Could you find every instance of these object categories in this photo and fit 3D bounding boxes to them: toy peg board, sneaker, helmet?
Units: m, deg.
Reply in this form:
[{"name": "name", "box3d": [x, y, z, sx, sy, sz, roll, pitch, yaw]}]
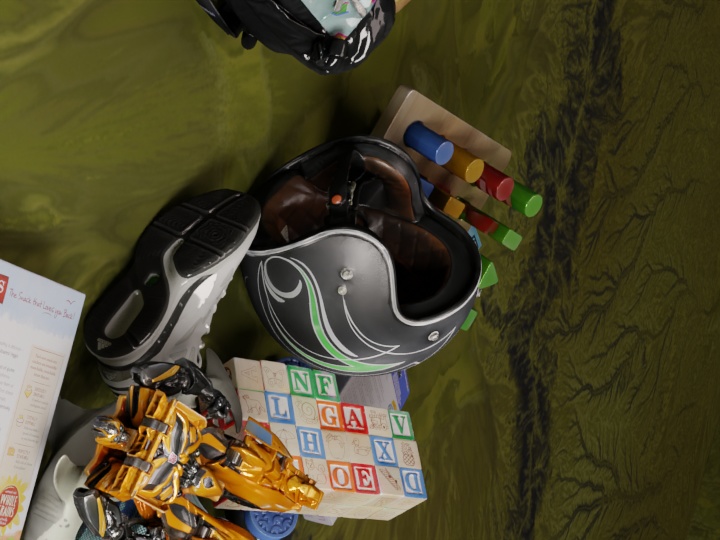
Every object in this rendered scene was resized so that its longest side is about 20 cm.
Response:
[{"name": "toy peg board", "box3d": [0.074, -0.047, 1.493, 0.199, 0.098, 0.201, 24, 98, -52]}, {"name": "sneaker", "box3d": [-0.146, 0.030, 1.234, 0.201, 0.075, 0.116, -51, 151, -32]}, {"name": "sneaker", "box3d": [-0.087, 0.173, 1.394, 0.078, 0.070, 0.201, -46, -156, 44]}, {"name": "helmet", "box3d": [0.000, 0.000, 1.339, 0.191, 0.199, 0.201, 55, 48, -31]}]

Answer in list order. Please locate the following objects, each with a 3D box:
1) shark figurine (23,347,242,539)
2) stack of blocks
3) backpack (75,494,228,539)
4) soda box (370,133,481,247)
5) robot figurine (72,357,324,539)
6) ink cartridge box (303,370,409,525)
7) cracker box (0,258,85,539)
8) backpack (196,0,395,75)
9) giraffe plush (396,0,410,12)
[{"name": "shark figurine", "box3d": [-0.181, 0.109, 1.102, 0.214, 0.089, 0.129, -41, 150, -22]}, {"name": "stack of blocks", "box3d": [-0.042, 0.152, 1.341, 0.199, 0.058, 0.116, 13, 55, -39]}, {"name": "backpack", "box3d": [-0.172, 0.271, 1.168, 0.201, 0.150, 0.178, -58, 147, -30]}, {"name": "soda box", "box3d": [0.065, -0.077, 1.597, 0.068, 0.063, 0.201, -48, 143, -21]}, {"name": "robot figurine", "box3d": [-0.113, 0.150, 1.067, 0.200, 0.058, 0.146, 42, 64, -44]}, {"name": "ink cartridge box", "box3d": [-0.012, 0.148, 1.557, 0.200, 0.042, 0.120, -53, 143, -39]}, {"name": "cracker box", "box3d": [-0.265, 0.092, 1.011, 0.134, 0.057, 0.202, 33, 70, -63]}, {"name": "backpack", "box3d": [-0.070, -0.261, 1.180, 0.127, 0.166, 0.200, -52, 130, -17]}, {"name": "giraffe plush", "box3d": [-0.004, -0.346, 1.328, 0.199, 0.172, 0.163, 26, 60, -27]}]
